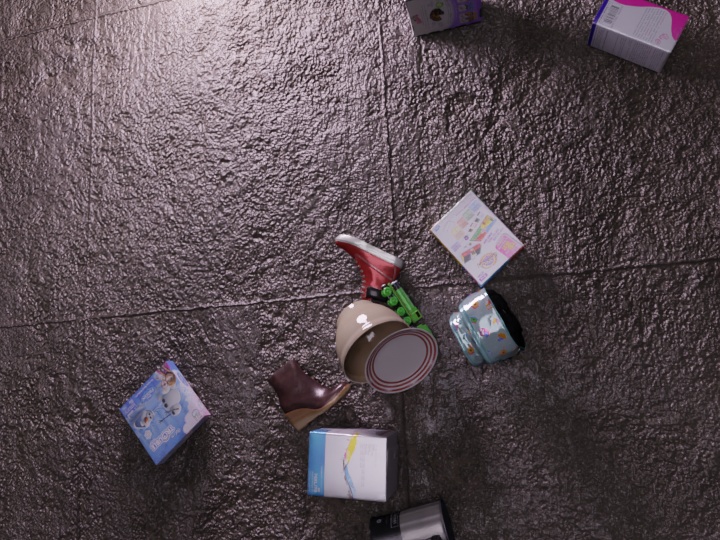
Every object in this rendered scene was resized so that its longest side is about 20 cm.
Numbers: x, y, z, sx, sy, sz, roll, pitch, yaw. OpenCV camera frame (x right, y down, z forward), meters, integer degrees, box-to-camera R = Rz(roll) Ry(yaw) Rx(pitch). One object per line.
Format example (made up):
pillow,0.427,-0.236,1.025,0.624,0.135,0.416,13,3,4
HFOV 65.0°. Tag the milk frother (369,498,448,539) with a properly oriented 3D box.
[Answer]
milk frother,0.138,0.679,1.342,0.184,0.182,0.203,-18,120,11

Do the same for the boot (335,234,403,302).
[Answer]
boot,0.000,0.000,1.507,0.197,0.072,0.147,26,90,13

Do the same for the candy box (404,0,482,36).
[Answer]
candy box,0.222,-0.723,1.512,0.195,0.168,0.073,-7,79,13

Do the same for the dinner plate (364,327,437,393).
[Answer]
dinner plate,0.100,0.221,1.400,0.200,0.200,0.024,-42,37,4

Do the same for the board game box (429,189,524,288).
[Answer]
board game box,0.298,-0.081,1.455,0.153,0.040,0.201,-42,74,5

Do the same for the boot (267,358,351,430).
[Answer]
boot,-0.138,0.303,1.491,0.198,0.072,0.168,-36,76,10

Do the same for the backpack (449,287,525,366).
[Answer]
backpack,0.298,0.136,1.337,0.151,0.200,0.179,-28,76,9

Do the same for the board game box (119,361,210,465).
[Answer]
board game box,-0.555,0.401,1.601,0.200,0.043,0.199,-45,75,4

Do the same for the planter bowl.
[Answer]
planter bowl,0.017,0.163,1.427,0.200,0.200,0.135,-42,46,4

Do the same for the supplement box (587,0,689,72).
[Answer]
supplement box,0.685,-0.595,1.404,0.198,0.103,0.103,31,89,18

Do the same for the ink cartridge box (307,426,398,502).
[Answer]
ink cartridge box,-0.015,0.471,1.393,0.195,0.147,0.150,-1,80,15

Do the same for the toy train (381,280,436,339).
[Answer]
toy train,0.124,0.113,1.450,0.056,0.042,0.202,-33,87,-12
